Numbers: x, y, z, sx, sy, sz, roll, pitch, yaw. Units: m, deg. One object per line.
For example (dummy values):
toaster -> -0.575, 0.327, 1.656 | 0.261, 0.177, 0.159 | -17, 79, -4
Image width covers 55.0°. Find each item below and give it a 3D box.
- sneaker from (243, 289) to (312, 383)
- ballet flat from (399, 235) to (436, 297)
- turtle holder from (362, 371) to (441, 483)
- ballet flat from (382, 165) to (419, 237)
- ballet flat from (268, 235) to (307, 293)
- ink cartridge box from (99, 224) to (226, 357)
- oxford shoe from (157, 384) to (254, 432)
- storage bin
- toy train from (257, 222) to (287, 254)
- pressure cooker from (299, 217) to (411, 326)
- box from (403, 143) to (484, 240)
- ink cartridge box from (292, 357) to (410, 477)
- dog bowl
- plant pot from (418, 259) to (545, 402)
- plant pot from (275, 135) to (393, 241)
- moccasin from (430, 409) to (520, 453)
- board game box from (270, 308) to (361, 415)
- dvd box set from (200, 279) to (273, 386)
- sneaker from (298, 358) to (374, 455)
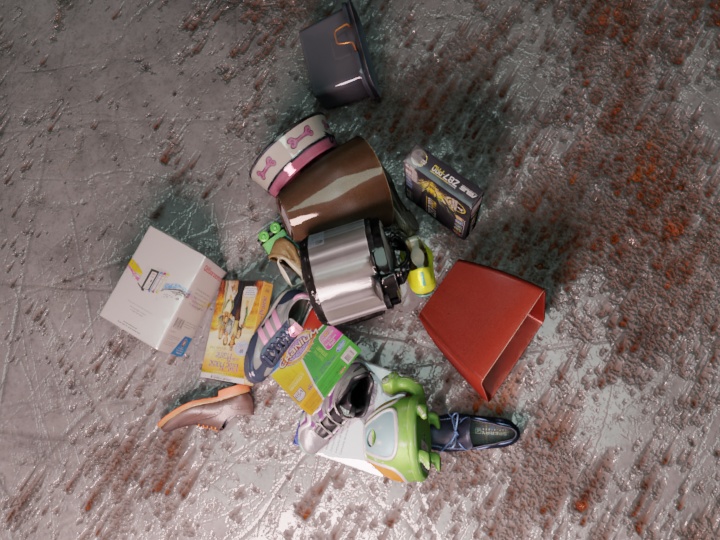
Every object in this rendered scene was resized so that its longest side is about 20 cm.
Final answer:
sneaker -> -0.154, 0.124, 1.322 | 0.081, 0.070, 0.204 | 1, 59, 46
ballet flat -> 0.110, -0.027, 1.341 | 0.065, 0.201, 0.068 | -16, 119, 4
turtle holder -> 0.071, 0.288, 1.261 | 0.128, 0.141, 0.191 | -7, 91, 17
ballet flat -> 0.055, -0.155, 1.446 | 0.046, 0.067, 0.203 | -36, 78, 27
ballet flat -> -0.108, 0.015, 1.402 | 0.199, 0.068, 0.073 | 41, 66, 2
ink cartridge box -> -0.391, 0.044, 1.392 | 0.142, 0.147, 0.203 | 26, 80, 11
oxford shoe -> -0.305, 0.289, 1.370 | 0.195, 0.071, 0.074 | -21, 81, 0
storage bin -> -0.050, -0.455, 1.486 | 0.131, 0.145, 0.205 | -18, 76, 11
toy train -> -0.129, -0.104, 1.458 | 0.198, 0.042, 0.057 | -36, 86, -4
pressure cooker -> -0.001, -0.002, 1.281 | 0.195, 0.179, 0.180 | -17, 70, 5
box -> 0.160, -0.150, 1.357 | 0.160, 0.200, 0.049 | 40, 82, 12
ink cartridge box -> -0.018, 0.276, 1.359 | 0.195, 0.041, 0.205 | 15, 79, 9
dog bowl -> -0.129, -0.226, 1.409 | 0.199, 0.200, 0.074 | -40, 86, -4
plant pot -> 0.223, 0.098, 1.310 | 0.175, 0.200, 0.201 | 35, 82, 24
plant pot -> -0.061, -0.139, 1.363 | 0.196, 0.187, 0.190 | -24, 76, -13
moccasin -> 0.205, 0.302, 1.317 | 0.194, 0.068, 0.083 | -8, 77, 6
board game box -> -0.106, 0.162, 1.335 | 0.154, 0.040, 0.199 | -51, 39, -6
dvd box set -> -0.249, 0.121, 1.384 | 0.144, 0.029, 0.206 | 0, 75, 42
sneaker -> -0.041, 0.259, 1.267 | 0.077, 0.139, 0.203 | 32, 83, -18
